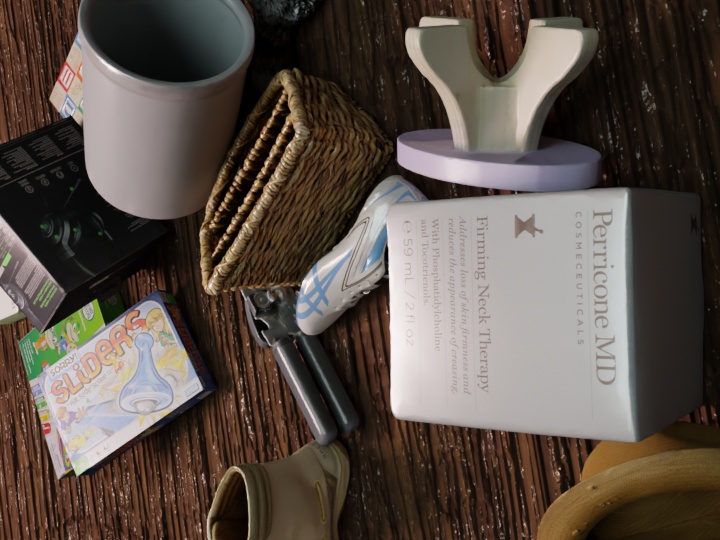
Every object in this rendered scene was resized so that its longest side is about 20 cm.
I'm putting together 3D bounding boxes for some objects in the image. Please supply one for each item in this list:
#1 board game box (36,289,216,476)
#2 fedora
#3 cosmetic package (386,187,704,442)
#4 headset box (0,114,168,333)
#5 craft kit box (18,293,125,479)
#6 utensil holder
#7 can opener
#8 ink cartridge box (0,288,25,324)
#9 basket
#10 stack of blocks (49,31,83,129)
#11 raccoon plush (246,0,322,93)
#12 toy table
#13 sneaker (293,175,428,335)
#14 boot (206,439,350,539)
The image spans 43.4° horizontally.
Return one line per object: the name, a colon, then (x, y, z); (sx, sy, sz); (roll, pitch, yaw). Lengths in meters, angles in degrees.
board game box: (-0.282, 0.134, 1.081); (0.198, 0.034, 0.137); (-35, 73, 13)
fedora: (0.227, 0.169, 0.669); (0.200, 0.199, 0.083); (-40, 29, 32)
cosmetic package: (0.145, 0.027, 0.699); (0.197, 0.165, 0.172); (-1, 91, 37)
headset box: (-0.347, -0.053, 1.047); (0.200, 0.174, 0.093); (48, 130, 0)
craft kit box: (-0.359, 0.142, 1.183); (0.196, 0.048, 0.203); (-34, 71, 31)
utensil holder: (-0.205, -0.176, 0.929); (0.171, 0.168, 0.201); (55, 147, 22)
can opener: (-0.068, 0.091, 0.955); (0.202, 0.053, 0.067); (61, 156, 19)
ink cartridge box: (-0.463, -0.015, 1.250); (0.198, 0.047, 0.149); (-17, 81, 43)
basket: (-0.092, -0.095, 0.894); (0.143, 0.148, 0.201); (49, 120, 26)
stack of blocks: (-0.296, -0.257, 1.105); (0.115, 0.058, 0.202); (46, 118, 27)
raccoon plush: (-0.100, -0.283, 0.900); (0.095, 0.133, 0.205); (12, 99, 35)
toy table: (0.107, -0.139, 0.726); (0.198, 0.182, 0.120); (16, 114, 40)
sneaker: (0.000, 0.000, 0.876); (0.073, 0.071, 0.201); (49, 122, 17)
boot: (-0.084, 0.276, 0.897); (0.072, 0.154, 0.205); (17, 102, 36)
